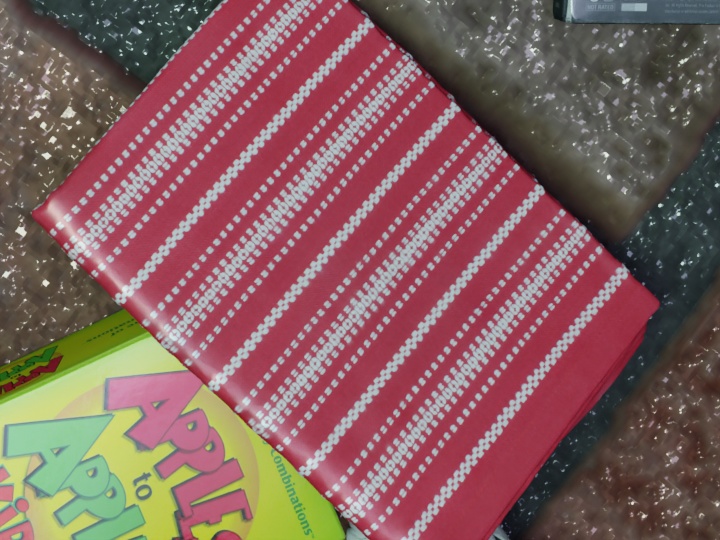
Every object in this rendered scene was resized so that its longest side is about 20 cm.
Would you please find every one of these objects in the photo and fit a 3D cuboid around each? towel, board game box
[{"bbox_3d":[0.000,0.000,0.957,0.200,0.022,0.145,44,66,-10],"label":"towel"},{"bbox_3d":[-0.117,0.088,0.969,0.199,0.048,0.102,-25,105,-8],"label":"board game box"}]

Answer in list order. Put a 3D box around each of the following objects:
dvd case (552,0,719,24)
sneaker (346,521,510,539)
[{"bbox_3d":[0.147,-0.190,0.990,0.150,0.025,0.201,0,100,-13],"label":"dvd case"},{"bbox_3d":[0.082,0.151,1.021,0.079,0.129,0.200,-46,70,35],"label":"sneaker"}]
